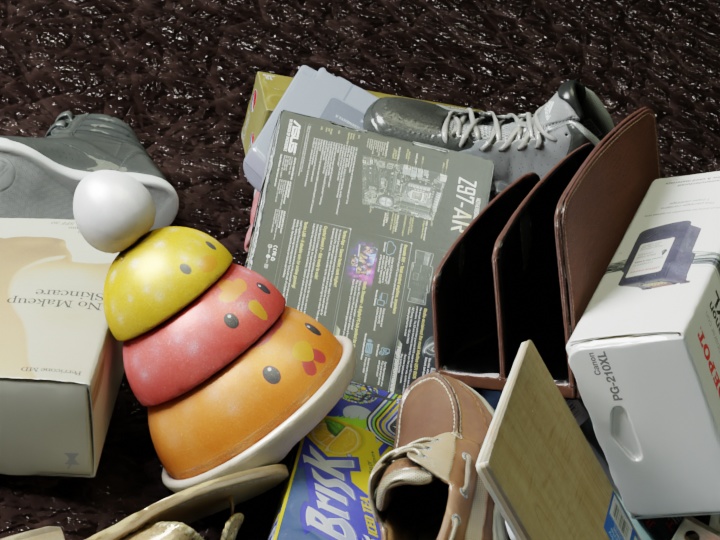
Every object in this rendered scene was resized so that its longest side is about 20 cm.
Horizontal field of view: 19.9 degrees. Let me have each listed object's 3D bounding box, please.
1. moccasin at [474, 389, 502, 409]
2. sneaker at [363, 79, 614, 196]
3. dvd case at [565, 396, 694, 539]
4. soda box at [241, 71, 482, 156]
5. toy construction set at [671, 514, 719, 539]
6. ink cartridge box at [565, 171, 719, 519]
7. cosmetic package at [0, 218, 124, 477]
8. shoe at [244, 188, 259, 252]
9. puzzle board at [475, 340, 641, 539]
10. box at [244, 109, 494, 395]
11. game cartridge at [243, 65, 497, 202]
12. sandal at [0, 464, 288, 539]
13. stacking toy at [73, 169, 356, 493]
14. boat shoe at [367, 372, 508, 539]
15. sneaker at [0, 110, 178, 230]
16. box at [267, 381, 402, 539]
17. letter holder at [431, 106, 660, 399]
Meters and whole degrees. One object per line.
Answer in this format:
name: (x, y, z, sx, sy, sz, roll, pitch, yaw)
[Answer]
moccasin: (0.105, 0.058, 1.464, 0.080, 0.068, 0.200, 8, 29, -1)
sneaker: (0.110, -0.107, 1.499, 0.200, 0.116, 0.075, 19, 48, -10)
dvd case: (0.199, 0.101, 1.429, 0.146, 0.022, 0.200, 52, 36, 3)
soda box: (0.006, -0.106, 1.698, 0.200, 0.064, 0.068, 8, 31, -15)
toy construction set: (0.291, 0.150, 1.386, 0.131, 0.092, 0.200, 45, 41, -1)
ink cartridge box: (0.221, 0.047, 1.358, 0.084, 0.145, 0.200, -7, 30, 31)
cosmetic package: (-0.203, 0.045, 1.311, 0.105, 0.071, 0.200, 2, 30, 1)
shoe: (0.011, -0.020, 1.557, 0.200, 0.072, 0.091, 13, 34, -1)
puzzle board: (0.129, 0.160, 1.237, 0.017, 0.200, 0.151, -22, 18, 23)
box: (0.000, 0.000, 1.429, 0.160, 0.044, 0.200, 13, 66, -7)
game cartridge: (0.018, -0.062, 1.522, 0.200, 0.040, 0.133, 29, 44, -1)
sandal: (-0.127, 0.174, 1.181, 0.211, 0.078, 0.070, -12, 72, -30)
stacking toy: (-0.111, 0.025, 1.260, 0.200, 0.146, 0.146, 53, 27, -14)
boat shoe: (0.044, 0.128, 1.201, 0.072, 0.076, 0.200, 37, 27, -30)
sneaker: (-0.240, -0.078, 1.525, 0.200, 0.071, 0.099, 8, 29, -27)
box: (-0.016, 0.147, 1.263, 0.070, 0.064, 0.200, 16, 30, -1)
letter holder: (0.128, -0.024, 1.387, 0.100, 0.142, 0.200, 5, 25, 24)
